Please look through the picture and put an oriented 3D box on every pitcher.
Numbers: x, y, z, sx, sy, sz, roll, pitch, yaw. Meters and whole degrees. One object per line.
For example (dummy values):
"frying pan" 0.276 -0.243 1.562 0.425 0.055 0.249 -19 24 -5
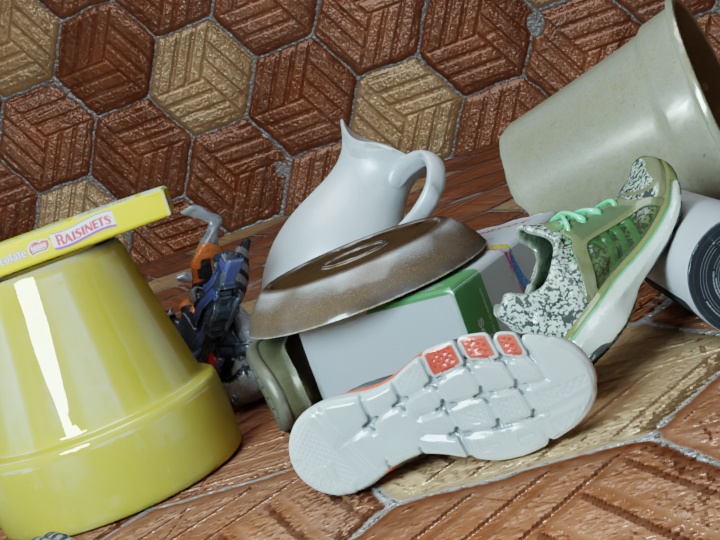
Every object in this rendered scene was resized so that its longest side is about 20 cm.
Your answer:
"pitcher" -0.002 -0.025 1.148 0.121 0.201 0.171 25 0 -27

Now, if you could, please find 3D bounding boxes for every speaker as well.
"speaker" 0.243 -0.012 0.892 0.081 0.082 0.200 -19 8 2

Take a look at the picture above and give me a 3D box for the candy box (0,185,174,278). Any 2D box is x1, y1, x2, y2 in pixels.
"candy box" -0.240 -0.021 0.963 0.198 0.027 0.102 -20 5 -5

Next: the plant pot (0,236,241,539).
"plant pot" -0.218 0.083 0.993 0.199 0.190 0.201 -20 7 3

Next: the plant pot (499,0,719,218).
"plant pot" 0.227 -0.099 1.074 0.183 0.202 0.200 -26 5 25

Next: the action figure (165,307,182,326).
"action figure" -0.206 0.082 1.295 0.199 0.103 0.119 20 -16 10

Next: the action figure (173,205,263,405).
"action figure" -0.120 0.033 1.159 0.104 0.195 0.200 1 -38 -29

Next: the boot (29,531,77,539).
"boot" -0.193 0.191 0.634 0.153 0.074 0.203 -21 9 -30

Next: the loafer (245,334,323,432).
"loafer" -0.043 0.074 1.031 0.067 0.077 0.200 -25 7 7

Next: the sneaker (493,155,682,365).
"sneaker" 0.152 -0.019 0.853 0.201 0.088 0.077 -58 3 -35

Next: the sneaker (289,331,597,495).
"sneaker" 0.052 0.079 0.784 0.199 0.078 0.082 -16 2 20

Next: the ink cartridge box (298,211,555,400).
"ink cartridge box" 0.069 0.033 0.999 0.144 0.085 0.200 -15 10 35

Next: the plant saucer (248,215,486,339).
"plant saucer" 0.000 0.000 0.982 0.199 0.032 0.200 -22 7 3
